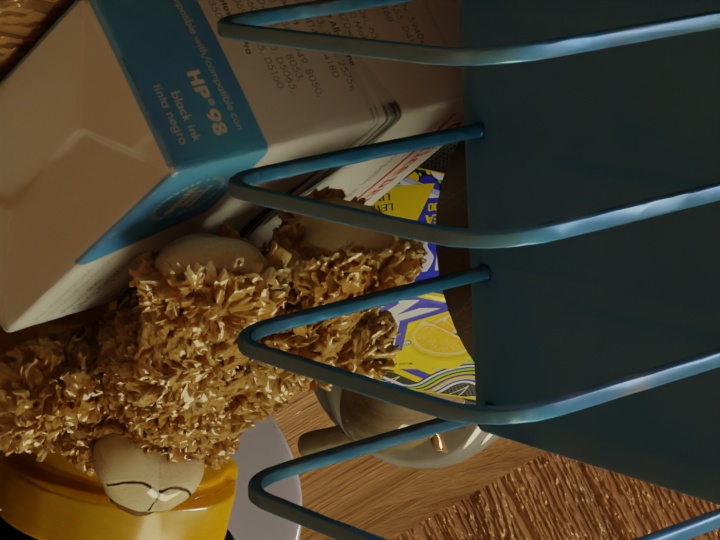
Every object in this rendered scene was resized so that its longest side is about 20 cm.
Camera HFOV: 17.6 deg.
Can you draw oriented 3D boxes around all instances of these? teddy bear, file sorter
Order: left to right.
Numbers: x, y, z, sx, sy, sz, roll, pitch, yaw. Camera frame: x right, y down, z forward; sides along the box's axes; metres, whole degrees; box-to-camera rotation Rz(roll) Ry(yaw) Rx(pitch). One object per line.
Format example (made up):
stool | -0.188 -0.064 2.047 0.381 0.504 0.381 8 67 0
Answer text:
teddy bear | -0.053 0.033 0.792 0.200 0.067 0.145 -33 167 39
file sorter | 0.039 -0.026 0.658 0.122 0.201 0.138 -13 -163 -36

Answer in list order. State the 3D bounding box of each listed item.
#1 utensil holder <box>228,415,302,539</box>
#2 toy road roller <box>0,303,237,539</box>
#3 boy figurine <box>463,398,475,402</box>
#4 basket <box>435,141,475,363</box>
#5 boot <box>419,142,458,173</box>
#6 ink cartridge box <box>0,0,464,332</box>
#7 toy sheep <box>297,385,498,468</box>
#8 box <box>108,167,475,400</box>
utensil holder | -0.134 0.147 1.235 0.169 0.171 0.200 -22 165 -28
toy road roller | -0.117 0.064 0.972 0.122 0.147 0.200 7 -161 -24
boy figurine | 0.088 -0.032 1.023 0.064 0.201 0.124 0 -161 -36
basket | 0.132 -0.017 0.761 0.199 0.137 0.180 -11 -164 44
boot | -0.008 -0.020 0.997 0.090 0.073 0.200 -27 172 -35
ink cartridge box | -0.032 -0.053 0.799 0.199 0.067 0.116 -18 165 -44
toy sheep | 0.032 0.042 1.264 0.138 0.138 0.200 -33 -168 25
box | 0.000 0.000 0.922 0.199 0.065 0.070 11 142 -31
